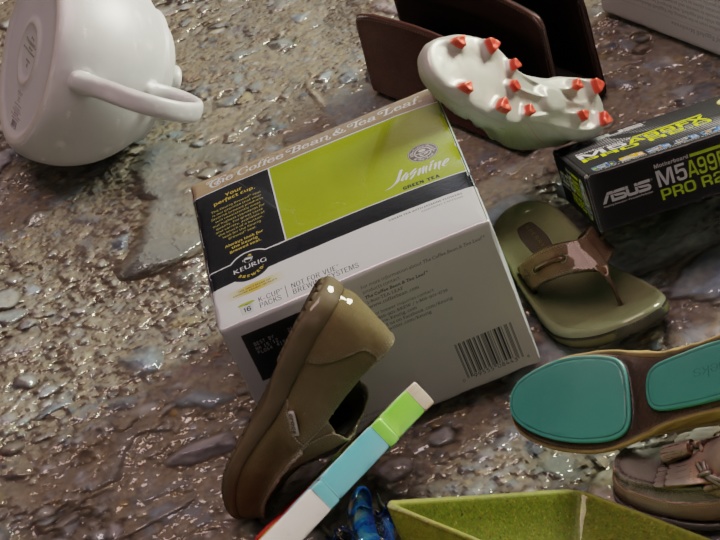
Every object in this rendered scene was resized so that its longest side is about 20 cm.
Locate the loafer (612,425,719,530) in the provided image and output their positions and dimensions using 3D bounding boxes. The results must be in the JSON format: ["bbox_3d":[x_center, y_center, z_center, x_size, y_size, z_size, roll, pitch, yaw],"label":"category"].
[{"bbox_3d":[0.248,0.119,1.288,0.198,0.063,0.072,3,39,27],"label":"loafer"}]

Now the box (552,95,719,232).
[{"bbox_3d":[0.251,-0.090,1.539,0.198,0.045,0.160,-18,11,1],"label":"box"}]

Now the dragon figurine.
[{"bbox_3d":[0.000,0.172,1.264,0.059,0.200,0.100,-44,67,2],"label":"dragon figurine"}]

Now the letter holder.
[{"bbox_3d":[0.091,-0.207,1.736,0.100,0.143,0.199,-35,38,-24],"label":"letter holder"}]

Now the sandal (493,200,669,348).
[{"bbox_3d":[0.147,-0.005,1.509,0.079,0.058,0.201,-27,36,-13],"label":"sandal"}]

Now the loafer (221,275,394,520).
[{"bbox_3d":[-0.036,0.097,1.364,0.067,0.201,0.076,27,38,4],"label":"loafer"}]

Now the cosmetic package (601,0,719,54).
[{"bbox_3d":[0.289,-0.301,1.724,0.122,0.201,0.199,-31,37,-23],"label":"cosmetic package"}]

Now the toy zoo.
[{"bbox_3d":[-0.042,0.161,1.327,0.200,0.020,0.131,-44,-2,-32],"label":"toy zoo"}]

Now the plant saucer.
[{"bbox_3d":[0.142,0.181,1.199,0.199,0.048,0.199,18,9,40],"label":"plant saucer"}]

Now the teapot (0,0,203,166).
[{"bbox_3d":[-0.225,-0.178,1.838,0.145,0.197,0.202,9,59,-25],"label":"teapot"}]

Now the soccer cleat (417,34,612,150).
[{"bbox_3d":[0.105,-0.124,1.552,0.077,0.199,0.070,-23,66,40],"label":"soccer cleat"}]

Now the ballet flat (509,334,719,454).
[{"bbox_3d":[0.189,0.084,1.336,0.199,0.063,0.069,-11,68,39],"label":"ballet flat"}]

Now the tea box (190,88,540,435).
[{"bbox_3d":[0.000,0.000,1.490,0.198,0.134,0.197,-21,35,4],"label":"tea box"}]

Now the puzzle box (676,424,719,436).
[{"bbox_3d":[0.318,0.075,1.351,0.199,0.026,0.133,11,45,35],"label":"puzzle box"}]
